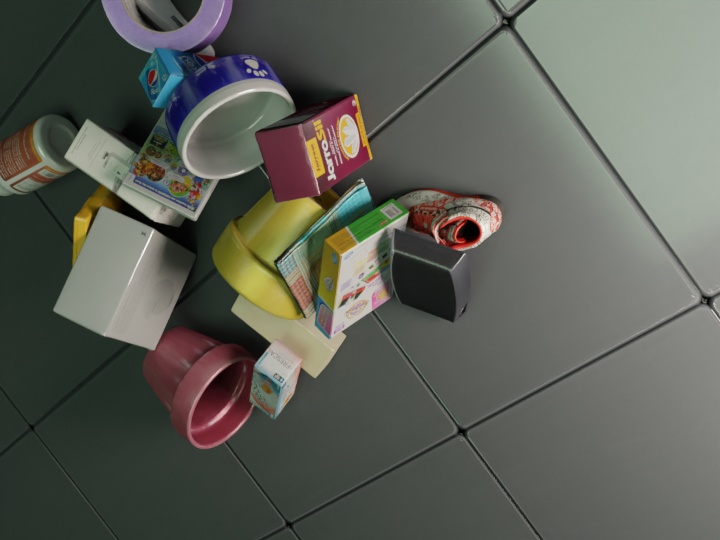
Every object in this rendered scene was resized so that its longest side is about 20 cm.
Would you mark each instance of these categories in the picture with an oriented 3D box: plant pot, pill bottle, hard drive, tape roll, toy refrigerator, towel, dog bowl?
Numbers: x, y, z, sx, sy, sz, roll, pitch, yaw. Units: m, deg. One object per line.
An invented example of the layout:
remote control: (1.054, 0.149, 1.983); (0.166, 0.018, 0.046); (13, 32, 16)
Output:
plant pot: (-0.118, -0.054, 1.534); (0.200, 0.201, 0.190); (38, 109, 6)
pill bottle: (-0.633, -0.214, 1.767); (0.198, 0.112, 0.114); (-18, 104, 32)
hard drive: (0.107, 0.014, 1.463); (0.133, 0.043, 0.201); (20, 157, 17)
plant pot: (-0.311, 0.206, 1.757); (0.178, 0.199, 0.203); (32, 125, 29)
tape roll: (-0.305, -0.443, 1.458); (0.196, 0.085, 0.204); (0, 99, -1)
toy refrigerator: (-0.129, 0.094, 1.674); (0.199, 0.070, 0.076); (37, 120, 6)
towel: (-0.041, -0.032, 1.477); (0.022, 0.200, 0.148); (31, 158, 40)
dog bowl: (-0.205, -0.241, 1.456); (0.200, 0.198, 0.079); (-49, 61, 34)

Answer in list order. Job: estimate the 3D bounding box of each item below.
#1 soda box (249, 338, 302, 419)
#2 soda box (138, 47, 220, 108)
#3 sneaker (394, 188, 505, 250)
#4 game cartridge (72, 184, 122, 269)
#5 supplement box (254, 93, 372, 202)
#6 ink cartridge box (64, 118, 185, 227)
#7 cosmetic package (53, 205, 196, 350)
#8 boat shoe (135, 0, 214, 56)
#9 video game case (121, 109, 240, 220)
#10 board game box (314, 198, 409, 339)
soda box: (-0.156, 0.201, 1.682); (0.063, 0.069, 0.201); (35, 154, 9)
soda box: (-0.247, -0.298, 1.472); (0.068, 0.198, 0.065); (-48, 61, 34)
sneaker: (0.118, -0.079, 1.440); (0.198, 0.108, 0.068); (4, 114, 26)
game cartridge: (-0.489, -0.065, 1.709); (0.032, 0.201, 0.179); (13, 119, 1)
supplement box: (-0.068, -0.192, 1.429); (0.084, 0.200, 0.112); (-6, 109, 28)
ink cartridge box: (-0.400, -0.171, 1.639); (0.198, 0.146, 0.083); (34, 93, 9)
cosmetic package: (-0.420, 0.019, 1.662); (0.121, 0.200, 0.202); (22, 83, 14)
boat shoe: (-0.333, -0.408, 1.553); (0.200, 0.072, 0.068); (45, 123, -6)
video game case: (-0.293, -0.200, 1.558); (0.141, 0.202, 0.018); (25, 163, 6)
board game box: (0.000, 0.000, 1.479); (0.040, 0.152, 0.202); (40, 143, 26)
